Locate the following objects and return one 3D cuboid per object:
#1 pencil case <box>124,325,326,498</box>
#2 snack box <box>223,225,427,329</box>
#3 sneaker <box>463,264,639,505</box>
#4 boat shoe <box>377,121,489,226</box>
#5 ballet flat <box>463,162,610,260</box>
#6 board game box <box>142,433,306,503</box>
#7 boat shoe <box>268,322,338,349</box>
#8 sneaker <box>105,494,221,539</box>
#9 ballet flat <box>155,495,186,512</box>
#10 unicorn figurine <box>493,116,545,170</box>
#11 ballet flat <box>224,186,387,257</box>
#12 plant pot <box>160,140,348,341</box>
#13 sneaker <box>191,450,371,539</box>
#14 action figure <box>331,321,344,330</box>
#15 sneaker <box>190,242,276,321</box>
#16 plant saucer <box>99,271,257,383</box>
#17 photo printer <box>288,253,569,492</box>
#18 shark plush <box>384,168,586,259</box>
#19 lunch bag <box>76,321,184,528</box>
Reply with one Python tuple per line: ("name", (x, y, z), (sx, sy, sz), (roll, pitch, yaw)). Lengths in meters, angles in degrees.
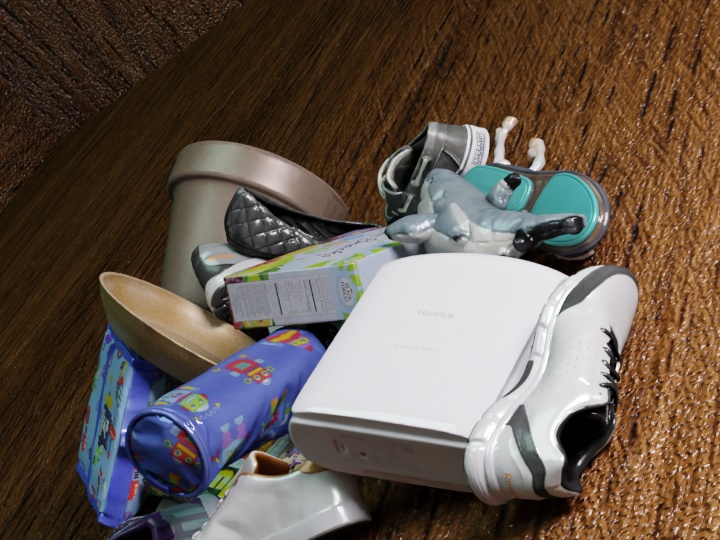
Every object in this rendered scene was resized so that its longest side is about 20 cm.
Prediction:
("pencil case", (-0.098, 0.112, 1.273), (0.200, 0.078, 0.087), (-29, -41, -53))
("snack box", (0.000, 0.000, 1.391), (0.142, 0.053, 0.200), (-5, 10, 36))
("sneaker", (0.148, 0.077, 1.073), (0.080, 0.074, 0.200), (-1, 47, 44))
("boat shoe", (0.051, -0.086, 1.462), (0.200, 0.064, 0.071), (132, 148, -62))
("ballet flat", (0.156, -0.046, 1.308), (0.073, 0.073, 0.200), (-46, 29, -11))
("board game box", (-0.091, 0.162, 1.357), (0.200, 0.023, 0.105), (5, 47, 48))
("boat shoe", (-0.043, 0.066, 1.435), (0.057, 0.069, 0.200), (-30, 38, 3))
("sneaker", (-0.195, 0.236, 1.335), (0.087, 0.075, 0.200), (-1, -28, -45))
("ballet flat", (-0.106, 0.168, 1.436), (0.067, 0.046, 0.200), (-1, 40, 47))
("unicorn figurine", (0.116, -0.080, 1.508), (0.200, 0.074, 0.138), (-43, 20, 53))
("ballet flat", (-0.031, -0.035, 1.531), (0.067, 0.199, 0.057), (-109, 32, -56))
("plant pot", (-0.131, -0.015, 1.730), (0.200, 0.200, 0.175), (-15, 51, 56))
("sneaker", (-0.086, 0.190, 1.235), (0.200, 0.085, 0.073), (-28, -18, 22))
("action figure", (-0.071, 0.084, 1.541), (0.200, 0.055, 0.118), (-28, 19, 28))
("sneaker", (-0.078, -0.002, 1.572), (0.079, 0.200, 0.074), (52, 123, 32))
("plant saucer", (-0.150, 0.067, 1.430), (0.035, 0.200, 0.200), (-60, 16, 6))
("photo printer", (0.061, 0.064, 1.182), (0.166, 0.070, 0.200), (6, 44, 31))
("shark plush", (0.097, -0.046, 1.272), (0.083, 0.091, 0.200), (-63, 19, -13))
("lunch bag", (-0.204, 0.142, 1.474), (0.200, 0.094, 0.151), (-137, 60, -80))
